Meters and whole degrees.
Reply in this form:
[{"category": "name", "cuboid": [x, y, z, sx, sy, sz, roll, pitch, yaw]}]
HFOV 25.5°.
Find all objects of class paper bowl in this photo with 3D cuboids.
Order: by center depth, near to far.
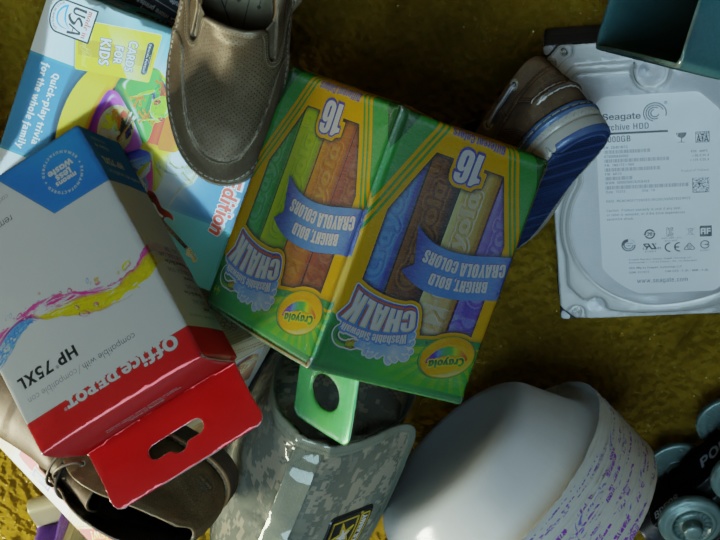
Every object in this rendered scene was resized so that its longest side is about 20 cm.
[{"category": "paper bowl", "cuboid": [0.094, 0.157, 1.079, 0.201, 0.201, 0.104, -39, 104, 24]}]

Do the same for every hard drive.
[{"category": "hard drive", "cuboid": [0.194, -0.063, 1.042, 0.139, 0.038, 0.201, -2, 117, 9]}]

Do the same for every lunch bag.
[{"category": "lunch bag", "cuboid": [-0.036, 0.132, 1.086, 0.117, 0.200, 0.164, 22, 118, -3]}]

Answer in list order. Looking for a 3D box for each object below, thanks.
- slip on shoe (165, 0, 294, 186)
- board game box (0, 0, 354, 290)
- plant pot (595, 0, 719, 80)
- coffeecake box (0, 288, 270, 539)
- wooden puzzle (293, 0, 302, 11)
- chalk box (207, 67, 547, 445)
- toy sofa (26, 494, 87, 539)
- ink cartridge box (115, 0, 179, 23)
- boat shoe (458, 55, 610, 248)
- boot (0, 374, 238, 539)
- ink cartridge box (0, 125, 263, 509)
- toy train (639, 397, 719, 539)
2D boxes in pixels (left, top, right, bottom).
[{"category": "slip on shoe", "cuboid": [-0.074, -0.142, 0.936, 0.076, 0.061, 0.201, 14, 110, -2]}, {"category": "board game box", "cuboid": [-0.122, -0.079, 1.013, 0.199, 0.047, 0.151, 20, 104, -4]}, {"category": "plant pot", "cuboid": [0.266, -0.161, 0.906, 0.199, 0.141, 0.142, 16, 99, -13]}, {"category": "coffeecake box", "cuboid": [-0.167, 0.073, 1.110, 0.153, 0.073, 0.200, 41, 120, 20]}, {"category": "wooden puzzle", "cuboid": [-0.073, -0.261, 0.945, 0.185, 0.037, 0.200, 39, 107, -11]}, {"category": "chalk box", "cuboid": [0.000, 0.000, 0.946, 0.124, 0.124, 0.201, 17, 94, -39]}, {"category": "toy sofa", "cuboid": [-0.229, 0.235, 1.169, 0.083, 0.200, 0.098, -18, 121, 17]}, {"category": "ink cartridge box", "cuboid": [-0.101, -0.179, 1.025, 0.095, 0.037, 0.200, 30, 120, -9]}, {"category": "boat shoe", "cuboid": [0.091, -0.064, 1.028, 0.200, 0.072, 0.073, -49, 61, 50]}, {"category": "boot", "cuboid": [-0.179, 0.112, 1.003, 0.199, 0.076, 0.074, 25, 124, 6]}, {"category": "ink cartridge box", "cuboid": [-0.157, 0.031, 0.947, 0.116, 0.067, 0.200, -32, 78, 8]}, {"category": "toy train", "cuboid": [0.288, 0.140, 1.115, 0.114, 0.085, 0.200, 31, 118, -20]}]
